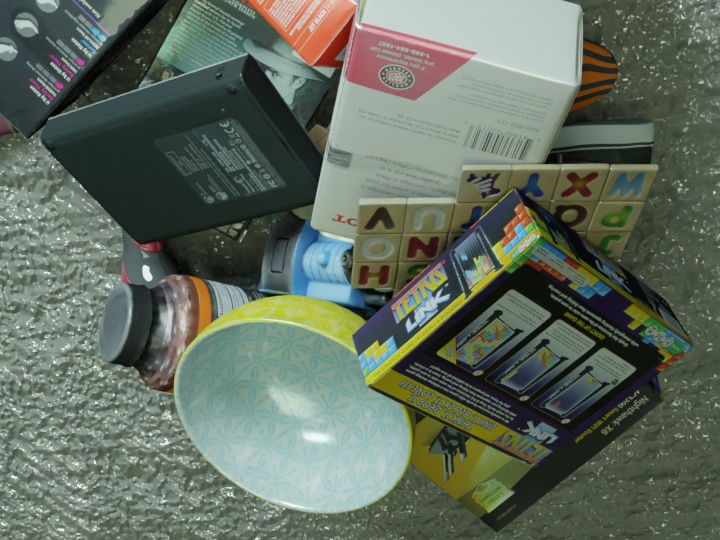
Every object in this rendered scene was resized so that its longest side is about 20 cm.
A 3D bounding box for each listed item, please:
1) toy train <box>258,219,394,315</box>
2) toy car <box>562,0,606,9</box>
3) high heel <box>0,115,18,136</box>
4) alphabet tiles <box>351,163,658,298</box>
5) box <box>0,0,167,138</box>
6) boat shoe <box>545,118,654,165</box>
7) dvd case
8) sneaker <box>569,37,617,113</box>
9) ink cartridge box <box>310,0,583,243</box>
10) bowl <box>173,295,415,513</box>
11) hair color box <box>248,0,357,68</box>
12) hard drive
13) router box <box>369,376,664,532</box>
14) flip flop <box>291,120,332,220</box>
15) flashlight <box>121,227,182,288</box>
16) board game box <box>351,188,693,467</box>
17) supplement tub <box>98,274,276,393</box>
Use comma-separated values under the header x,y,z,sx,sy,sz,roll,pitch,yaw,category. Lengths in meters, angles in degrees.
x,y,z,sx,sy,sz,roll,pitch,yaw,category
0.000,0.000,0.880,0.114,0.200,0.087,12,87,-34,toy train
0.096,-0.240,0.759,0.175,0.200,0.150,42,119,7,toy car
-0.382,-0.196,0.894,0.096,0.067,0.201,-15,115,1,high heel
0.094,-0.019,0.733,0.199,0.008,0.167,-1,144,-5,alphabet tiles
-0.233,-0.225,0.837,0.200,0.122,0.106,-41,105,20,box
0.156,-0.089,0.857,0.199,0.074,0.068,-7,103,-22,boat shoe
-0.119,-0.142,0.882,0.146,0.022,0.200,28,104,-19,dvd case
0.136,-0.144,0.810,0.199,0.112,0.078,-8,112,-19,sneaker
0.053,-0.101,0.714,0.146,0.083,0.200,14,142,-3,ink cartridge box
-0.040,0.091,0.840,0.199,0.108,0.201,10,125,14,bowl
-0.062,-0.243,0.784,0.200,0.101,0.061,49,114,13,hair color box
-0.138,-0.089,0.817,0.199,0.033,0.140,-11,137,27,hard drive
0.131,0.111,0.877,0.157,0.052,0.200,40,112,-12,router box
-0.026,-0.092,0.860,0.081,0.057,0.200,61,146,4,flip flop
-0.196,-0.044,0.944,0.067,0.068,0.201,0,114,-4,flashlight
0.121,0.051,0.748,0.165,0.057,0.200,-42,130,22,board game box
-0.131,0.064,0.923,0.199,0.107,0.107,14,118,-32,supplement tub
